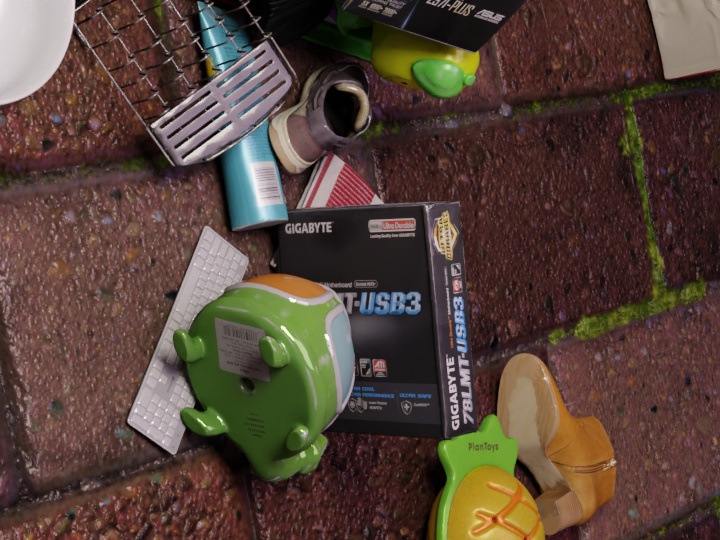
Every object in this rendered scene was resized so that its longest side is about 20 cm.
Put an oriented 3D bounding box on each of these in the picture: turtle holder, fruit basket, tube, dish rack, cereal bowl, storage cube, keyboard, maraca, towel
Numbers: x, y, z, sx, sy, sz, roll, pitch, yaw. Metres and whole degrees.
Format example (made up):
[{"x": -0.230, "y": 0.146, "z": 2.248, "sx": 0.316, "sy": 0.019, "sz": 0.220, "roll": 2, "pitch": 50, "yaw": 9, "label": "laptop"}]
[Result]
[{"x": -0.061, "y": 0.089, "z": 1.596, "sx": 0.132, "sy": 0.141, "sz": 0.186, "roll": -41, "pitch": 105, "yaw": -48, "label": "turtle holder"}, {"x": 0.029, "y": -0.231, "z": 1.767, "sx": 0.216, "sy": 0.155, "sz": 0.216, "roll": 31, "pitch": 46, "yaw": -38, "label": "fruit basket"}, {"x": -0.106, "y": -0.137, "z": 1.677, "sx": 0.077, "sy": 0.050, "sz": 0.200, "roll": 0, "pitch": 79, "yaw": -70, "label": "tube"}, {"x": -0.147, "y": -0.193, "z": 1.572, "sx": 0.153, "sy": 0.055, "sz": 0.200, "roll": -38, "pitch": 105, "yaw": -16, "label": "dish rack"}, {"x": -0.312, "y": -0.212, "z": 1.408, "sx": 0.200, "sy": 0.083, "sz": 0.200, "roll": 12, "pitch": 73, "yaw": -48, "label": "cereal bowl"}, {"x": 0.465, "y": -0.341, "z": 2.293, "sx": 0.180, "sy": 0.200, "sz": 0.171, "roll": -23, "pitch": 102, "yaw": -44, "label": "storage cube"}, {"x": -0.146, "y": 0.057, "z": 1.619, "sx": 0.056, "sy": 0.011, "sz": 0.200, "roll": 44, "pitch": 52, "yaw": -37, "label": "keyboard"}, {"x": 0.119, "y": 0.239, "z": 1.831, "sx": 0.137, "sy": 0.107, "sz": 0.200, "roll": 4, "pitch": 80, "yaw": -50, "label": "maraca"}, {"x": 0.000, "y": 0.000, "z": 1.800, "sx": 0.200, "sy": 0.023, "sz": 0.144, "roll": 45, "pitch": 53, "yaw": -34, "label": "towel"}]

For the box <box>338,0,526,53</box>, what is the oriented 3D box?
[{"x": 0.036, "y": -0.303, "z": 1.651, "sx": 0.164, "sy": 0.086, "sz": 0.200, "roll": 13, "pitch": 44, "yaw": -41, "label": "box"}]

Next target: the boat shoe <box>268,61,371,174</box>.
[{"x": -0.021, "y": -0.146, "z": 1.738, "sx": 0.072, "sy": 0.065, "sz": 0.200, "roll": 66, "pitch": 26, "yaw": -13, "label": "boat shoe"}]

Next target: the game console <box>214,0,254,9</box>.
[{"x": -0.143, "y": -0.339, "z": 1.678, "sx": 0.177, "sy": 0.031, "sz": 0.200, "roll": 9, "pitch": 76, "yaw": -50, "label": "game console"}]

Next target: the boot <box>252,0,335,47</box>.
[{"x": -0.095, "y": -0.296, "z": 1.635, "sx": 0.163, "sy": 0.073, "sz": 0.198, "roll": 58, "pitch": -5, "yaw": 14, "label": "boot"}]

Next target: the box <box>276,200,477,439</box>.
[{"x": 0.010, "y": 0.041, "z": 1.647, "sx": 0.050, "sy": 0.200, "sz": 0.199, "roll": -9, "pitch": 97, "yaw": -43, "label": "box"}]

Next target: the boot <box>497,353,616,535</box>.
[{"x": 0.211, "y": 0.169, "z": 1.998, "sx": 0.144, "sy": 0.071, "sz": 0.201, "roll": -24, "pitch": 105, "yaw": -56, "label": "boot"}]
